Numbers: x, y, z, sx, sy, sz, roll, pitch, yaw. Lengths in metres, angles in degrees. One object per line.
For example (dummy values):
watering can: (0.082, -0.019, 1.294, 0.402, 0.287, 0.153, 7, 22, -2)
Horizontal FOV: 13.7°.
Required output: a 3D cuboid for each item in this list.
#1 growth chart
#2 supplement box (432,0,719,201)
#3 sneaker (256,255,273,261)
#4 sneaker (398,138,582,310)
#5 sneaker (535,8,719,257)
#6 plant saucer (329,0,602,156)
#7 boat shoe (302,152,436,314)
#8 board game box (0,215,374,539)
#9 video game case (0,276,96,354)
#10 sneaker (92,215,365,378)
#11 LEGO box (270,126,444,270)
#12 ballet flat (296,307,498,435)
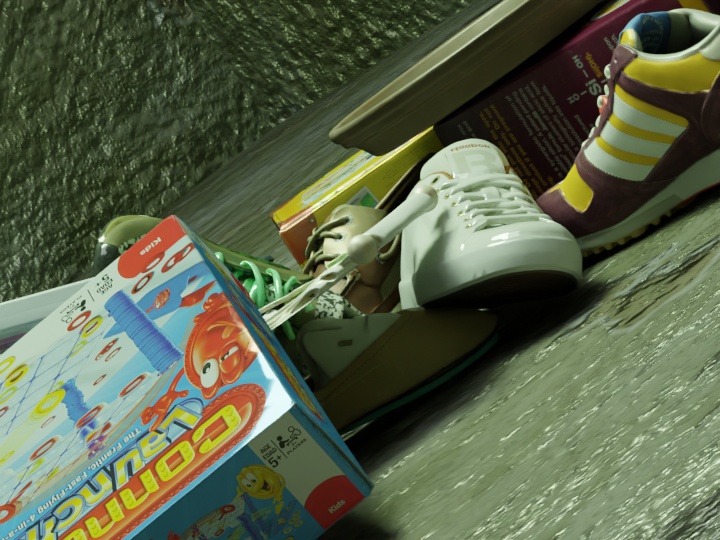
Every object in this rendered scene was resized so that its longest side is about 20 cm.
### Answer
growth chart: (-0.051, 0.027, 1.401, 0.200, 0.018, 0.145, -35, 2, 12)
supplement box: (0.151, -0.105, 1.624, 0.200, 0.086, 0.110, -30, 8, 43)
sneaker: (-0.075, 0.041, 1.748, 0.129, 0.080, 0.199, -11, -14, 22)
sneaker: (0.054, -0.024, 1.451, 0.073, 0.085, 0.200, -2, -2, -15)
sneaker: (0.142, -0.077, 1.433, 0.200, 0.090, 0.075, -29, 9, 43)
plant saucer: (0.070, -0.123, 1.670, 0.200, 0.029, 0.200, -36, 4, 3)
boat shoe: (0.000, 0.000, 1.686, 0.076, 0.074, 0.200, -29, 8, 46)
board game box: (-0.113, 0.092, 1.251, 0.200, 0.056, 0.196, -40, 29, 1)
video game case: (-0.170, 0.074, 1.471, 0.143, 0.018, 0.200, -16, -29, -15)
sneaker: (-0.052, 0.015, 1.510, 0.089, 0.077, 0.200, -11, -22, 38)
LEGO box: (0.048, -0.055, 1.835, 0.200, 0.077, 0.149, -35, 6, 0)
ballet flat: (-0.029, 0.061, 1.425, 0.200, 0.063, 0.069, -34, 6, 6)
